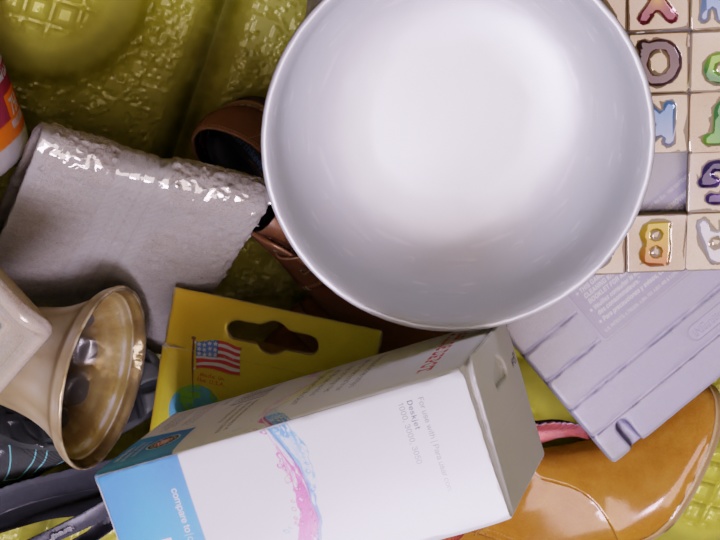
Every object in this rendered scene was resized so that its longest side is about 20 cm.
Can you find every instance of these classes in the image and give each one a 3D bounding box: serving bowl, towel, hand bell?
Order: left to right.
[{"bbox_3d":[-0.232,0.037,1.167,0.200,0.104,0.104,14,112,17],"label":"hand bell"},{"bbox_3d":[-0.138,-0.015,1.156,0.132,0.035,0.200,13,150,-17],"label":"towel"},{"bbox_3d":[0.048,-0.072,1.064,0.200,0.066,0.200,-1,106,-3],"label":"serving bowl"}]

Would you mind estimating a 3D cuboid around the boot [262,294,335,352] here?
[{"bbox_3d":[0.000,0.000,1.237,0.155,0.077,0.200,-33,122,7],"label":"boot"}]

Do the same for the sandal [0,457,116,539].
[{"bbox_3d":[-0.159,0.141,1.236,0.200,0.076,0.043,-15,77,-14],"label":"sandal"}]

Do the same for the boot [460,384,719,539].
[{"bbox_3d":[0.123,0.131,1.308,0.144,0.071,0.201,27,109,-24],"label":"boot"}]

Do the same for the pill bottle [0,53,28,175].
[{"bbox_3d":[-0.258,-0.138,1.093,0.113,0.113,0.200,-18,115,-4],"label":"pill bottle"}]

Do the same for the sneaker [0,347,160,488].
[{"bbox_3d":[-0.209,0.091,1.225,0.200,0.075,0.079,-16,160,-1],"label":"sneaker"}]

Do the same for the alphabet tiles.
[{"bbox_3d":[0.109,-0.076,1.104,0.200,0.008,0.167,-3,107,-3],"label":"alphabet tiles"}]

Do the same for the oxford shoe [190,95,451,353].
[{"bbox_3d":[-0.023,-0.013,1.163,0.200,0.071,0.071,44,113,7],"label":"oxford shoe"}]

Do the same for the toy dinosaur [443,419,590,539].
[{"bbox_3d":[0.018,0.159,1.222,0.105,0.200,0.182,4,95,-47],"label":"toy dinosaur"}]

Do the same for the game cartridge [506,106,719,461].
[{"bbox_3d":[0.176,-0.005,1.150,0.200,0.038,0.130,-39,96,5],"label":"game cartridge"}]

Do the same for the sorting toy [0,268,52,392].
[{"bbox_3d":[-0.265,0.009,1.096,0.185,0.036,0.200,47,140,0],"label":"sorting toy"}]

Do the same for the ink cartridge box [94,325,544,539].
[{"bbox_3d":[-0.014,0.100,1.071,0.200,0.145,0.085,-18,94,14],"label":"ink cartridge box"}]

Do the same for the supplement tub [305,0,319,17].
[{"bbox_3d":[0.080,-0.139,1.160,0.200,0.123,0.123,23,106,-20],"label":"supplement tub"}]

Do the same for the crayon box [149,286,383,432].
[{"bbox_3d":[-0.057,0.113,1.183,0.127,0.051,0.200,12,103,9],"label":"crayon box"}]
